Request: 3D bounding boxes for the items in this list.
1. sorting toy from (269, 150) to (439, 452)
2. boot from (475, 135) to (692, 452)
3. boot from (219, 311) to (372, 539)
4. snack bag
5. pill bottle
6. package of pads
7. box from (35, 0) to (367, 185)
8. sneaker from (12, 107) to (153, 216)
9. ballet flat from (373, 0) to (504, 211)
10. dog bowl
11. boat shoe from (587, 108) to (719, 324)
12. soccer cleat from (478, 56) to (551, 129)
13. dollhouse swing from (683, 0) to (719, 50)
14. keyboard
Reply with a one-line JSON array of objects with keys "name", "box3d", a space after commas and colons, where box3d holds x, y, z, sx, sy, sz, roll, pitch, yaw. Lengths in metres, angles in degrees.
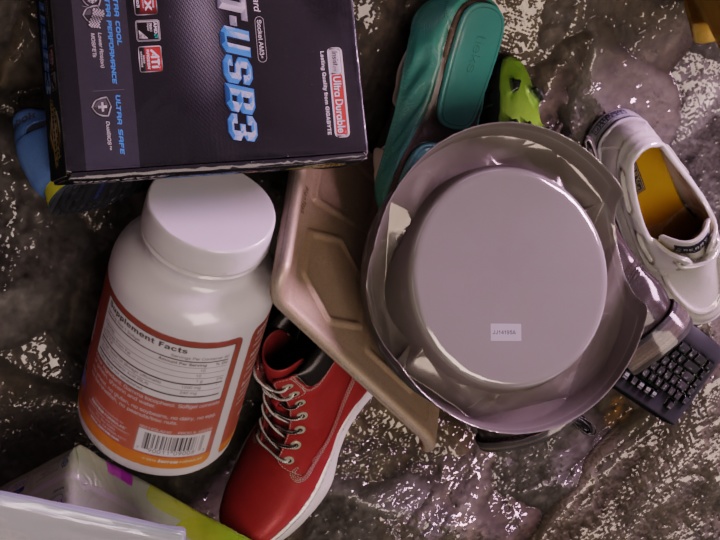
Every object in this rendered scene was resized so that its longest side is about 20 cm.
[{"name": "sorting toy", "box3d": [0.000, 0.000, 1.568, 0.036, 0.186, 0.200, -19, 133, 28]}, {"name": "boot", "box3d": [0.125, 0.017, 1.676, 0.199, 0.069, 0.175, -36, 103, 9]}, {"name": "boot", "box3d": [-0.059, 0.105, 1.611, 0.201, 0.072, 0.144, -59, 157, 7]}, {"name": "snack bag", "box3d": [-0.214, 0.211, 1.553, 0.187, 0.022, 0.201, 13, 139, -7]}, {"name": "pill bottle", "box3d": [-0.118, 0.031, 1.528, 0.111, 0.113, 0.201, -2, 135, -22]}, {"name": "package of pads", "box3d": [-0.177, 0.211, 1.620, 0.154, 0.069, 0.199, -29, 132, 35]}, {"name": "box", "box3d": [-0.101, -0.159, 1.446, 0.197, 0.050, 0.202, -4, 88, -19]}, {"name": "sneaker", "box3d": [-0.134, -0.094, 1.513, 0.199, 0.079, 0.066, -14, 156, -36]}, {"name": "ballet flat", "box3d": [0.045, -0.093, 1.575, 0.067, 0.070, 0.202, 13, 95, -34]}, {"name": "dog bowl", "box3d": [0.090, 0.006, 1.520, 0.198, 0.059, 0.202, 1, 86, -20]}, {"name": "boat shoe", "box3d": [0.230, -0.028, 1.701, 0.071, 0.070, 0.201, -33, 124, -8]}, {"name": "soccer cleat", "box3d": [0.087, -0.049, 1.605, 0.067, 0.081, 0.202, 15, 73, -55]}, {"name": "dollhouse swing", "box3d": [0.282, -0.251, 1.541, 0.180, 0.176, 0.201, -21, 122, -11]}, {"name": "keyboard", "box3d": [0.180, 0.067, 1.763, 0.199, 0.021, 0.127, 33, 100, -33]}]
